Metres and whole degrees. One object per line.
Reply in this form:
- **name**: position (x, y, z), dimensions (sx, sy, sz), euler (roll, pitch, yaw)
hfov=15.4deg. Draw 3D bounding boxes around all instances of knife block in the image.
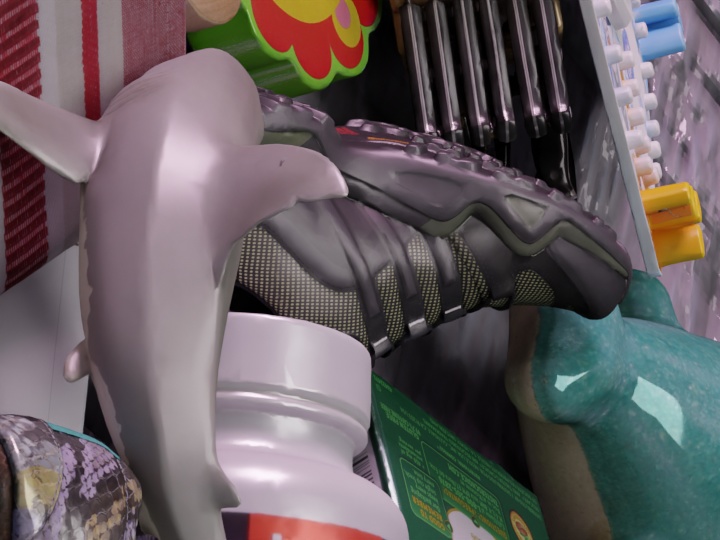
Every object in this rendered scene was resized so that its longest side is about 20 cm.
- **knife block**: position (0.043, -0.112, 1.033), dimensions (0.201, 0.063, 0.176), euler (-95, 176, -50)

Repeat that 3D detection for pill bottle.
- **pill bottle**: position (-0.041, 0.120, 0.815), dimensions (0.111, 0.111, 0.201), euler (25, 61, -49)

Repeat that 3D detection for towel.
- **towel**: position (-0.108, -0.057, 0.726), dimensions (0.200, 0.023, 0.145), euler (-39, 136, -52)

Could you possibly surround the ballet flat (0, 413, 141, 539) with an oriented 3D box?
- **ballet flat**: position (-0.098, 0.134, 0.703), dimensions (0.072, 0.072, 0.202), euler (-3, 114, -55)

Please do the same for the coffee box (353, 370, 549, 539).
- **coffee box**: position (0.036, 0.141, 0.913), dimensions (0.123, 0.044, 0.201), euler (38, 28, -44)

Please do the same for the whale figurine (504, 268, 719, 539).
- **whale figurine**: position (0.119, 0.064, 1.037), dimensions (0.200, 0.103, 0.160), euler (57, 32, -48)

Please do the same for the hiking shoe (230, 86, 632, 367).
- **hiking shoe**: position (0.000, 0.000, 0.919), dimensions (0.199, 0.076, 0.101), euler (15, 98, -26)

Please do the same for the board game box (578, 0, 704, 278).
- **board game box**: position (0.105, -0.133, 1.074), dimensions (0.200, 0.026, 0.201), euler (-84, 160, -55)

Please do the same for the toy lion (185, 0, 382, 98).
- **toy lion**: position (-0.056, -0.156, 0.927), dimensions (0.191, 0.068, 0.201), euler (-22, 98, -62)

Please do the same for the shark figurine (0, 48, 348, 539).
- **shark figurine**: position (-0.034, 0.013, 0.719), dimensions (0.128, 0.089, 0.216), euler (31, 44, -55)

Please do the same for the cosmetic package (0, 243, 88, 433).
- **cosmetic package**: position (-0.143, 0.014, 0.756), dimensions (0.150, 0.051, 0.201), euler (27, 59, -46)
